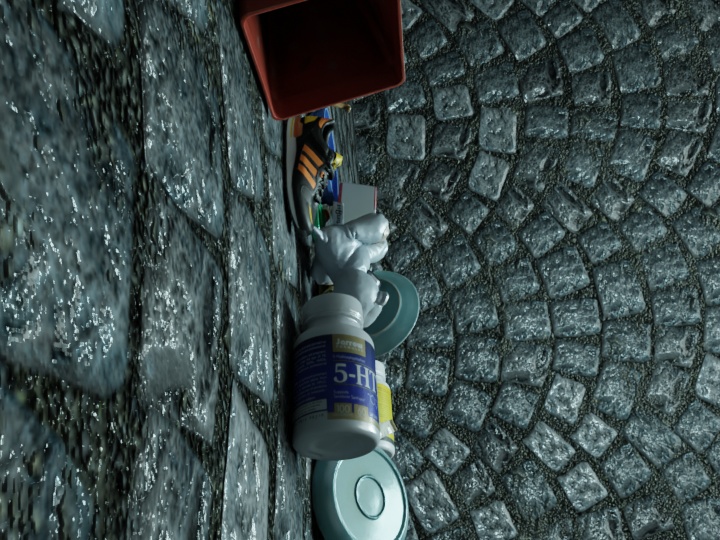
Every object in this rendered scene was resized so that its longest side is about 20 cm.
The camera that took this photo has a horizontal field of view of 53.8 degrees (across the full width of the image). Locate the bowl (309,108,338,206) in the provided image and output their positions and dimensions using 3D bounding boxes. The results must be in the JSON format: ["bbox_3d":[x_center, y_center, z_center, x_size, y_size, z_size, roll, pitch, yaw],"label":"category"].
[{"bbox_3d":[-0.078,-0.237,1.501,0.201,0.038,0.207,-6,90,-86],"label":"bowl"}]

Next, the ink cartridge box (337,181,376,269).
[{"bbox_3d":[-0.018,-0.056,1.482,0.148,0.081,0.203,-88,-175,-46],"label":"ink cartridge box"}]

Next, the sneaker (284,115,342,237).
[{"bbox_3d":[-0.070,-0.153,1.103,0.070,0.087,0.206,75,10,-68],"label":"sneaker"}]

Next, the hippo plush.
[{"bbox_3d":[0.000,0.000,1.180,0.201,0.156,0.163,81,-16,-61],"label":"hippo plush"}]

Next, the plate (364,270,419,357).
[{"bbox_3d":[0.018,0.077,1.365,0.026,0.195,0.204,58,22,-47],"label":"plate"}]

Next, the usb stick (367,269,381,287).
[{"bbox_3d":[-0.017,0.089,1.318,0.056,0.032,0.203,47,58,-34],"label":"usb stick"}]

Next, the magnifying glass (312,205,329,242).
[{"bbox_3d":[-0.081,-0.102,1.428,0.200,0.022,0.082,-65,149,-80],"label":"magnifying glass"}]

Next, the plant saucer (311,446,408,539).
[{"bbox_3d":[0.009,0.351,1.093,0.197,0.027,0.205,28,46,-33],"label":"plant saucer"}]

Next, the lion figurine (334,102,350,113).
[{"bbox_3d":[-0.077,-0.403,1.513,0.074,0.120,0.201,-63,-152,23],"label":"lion figurine"}]

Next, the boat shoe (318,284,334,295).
[{"bbox_3d":[-0.057,0.046,1.307,0.074,0.062,0.202,-51,-167,24],"label":"boat shoe"}]

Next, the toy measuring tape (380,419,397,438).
[{"bbox_3d":[-0.011,0.299,1.197,0.198,0.072,0.076,-12,97,-57],"label":"toy measuring tape"}]

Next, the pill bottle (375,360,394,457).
[{"bbox_3d":[0.013,0.305,1.542,0.115,0.111,0.205,78,7,-57],"label":"pill bottle"}]

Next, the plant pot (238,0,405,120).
[{"bbox_3d":[-0.060,-0.355,0.943,0.201,0.194,0.180,77,-3,-65],"label":"plant pot"}]

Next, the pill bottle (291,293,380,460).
[{"bbox_3d":[-0.036,0.142,0.970,0.121,0.116,0.205,78,7,-58],"label":"pill bottle"}]
